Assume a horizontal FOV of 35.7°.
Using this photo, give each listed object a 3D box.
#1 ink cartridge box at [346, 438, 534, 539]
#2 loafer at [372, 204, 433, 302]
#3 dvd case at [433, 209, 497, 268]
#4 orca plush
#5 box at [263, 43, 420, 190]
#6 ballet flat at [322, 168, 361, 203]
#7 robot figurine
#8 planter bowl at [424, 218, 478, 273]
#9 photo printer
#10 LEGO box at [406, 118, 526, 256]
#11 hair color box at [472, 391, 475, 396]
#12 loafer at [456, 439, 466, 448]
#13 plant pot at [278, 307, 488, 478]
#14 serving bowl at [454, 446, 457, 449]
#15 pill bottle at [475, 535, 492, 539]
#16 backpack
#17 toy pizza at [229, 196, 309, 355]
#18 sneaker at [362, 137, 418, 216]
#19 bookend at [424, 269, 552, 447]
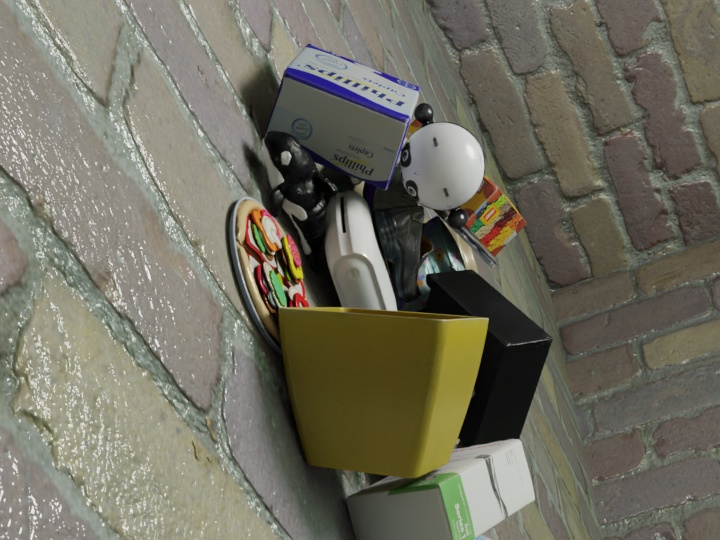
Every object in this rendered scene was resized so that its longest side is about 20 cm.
[{"bbox_3d":[0.103,0.280,1.373,0.199,0.145,0.086,-12,86,-51],"label":"ink cartridge box"},{"bbox_3d":[0.072,-0.021,1.607,0.201,0.071,0.074,71,3,-57],"label":"loafer"},{"bbox_3d":[0.127,-0.094,1.770,0.148,0.016,0.200,40,7,-41],"label":"dvd case"},{"bbox_3d":[-0.065,-0.090,1.449,0.105,0.070,0.203,-44,129,-56],"label":"orca plush"},{"bbox_3d":[-0.021,-0.219,1.559,0.200,0.182,0.106,-72,-177,-66],"label":"box"},{"bbox_3d":[-0.019,-0.151,1.748,0.200,0.063,0.068,-70,138,-68],"label":"ballet flat"},{"bbox_3d":[0.115,-0.149,1.594,0.149,0.126,0.200,33,9,1],"label":"robot figurine"},{"bbox_3d":[0.131,-0.008,1.985,0.200,0.133,0.203,-20,90,-76],"label":"planter bowl"},{"bbox_3d":[0.000,0.000,1.560,0.167,0.068,0.202,-95,170,-54],"label":"photo printer"},{"bbox_3d":[0.155,-0.134,1.779,0.200,0.077,0.149,49,6,33],"label":"LEGO box"},{"bbox_3d":[0.080,0.153,1.493,0.111,0.064,0.200,66,26,-1],"label":"hair color box"},{"bbox_3d":[0.146,0.333,1.702,0.075,0.068,0.202,36,-39,36],"label":"loafer"},{"bbox_3d":[0.027,0.137,1.298,0.200,0.197,0.179,3,90,-69],"label":"plant pot"},{"bbox_3d":[0.060,0.220,1.549,0.200,0.065,0.202,44,34,-40],"label":"serving bowl"},{"bbox_3d":[0.129,0.407,1.514,0.200,0.107,0.110,38,36,-64],"label":"pill bottle"},{"bbox_3d":[0.084,-0.011,1.782,0.201,0.152,0.176,58,7,3],"label":"backpack"},{"bbox_3d":[-0.098,0.006,1.328,0.200,0.031,0.203,-19,91,-75],"label":"toy pizza"},{"bbox_3d":[0.038,-0.110,1.702,0.069,0.100,0.202,20,46,-14],"label":"sneaker"},{"bbox_3d":[0.163,0.137,1.647,0.199,0.091,0.202,43,-52,46],"label":"bookend"}]
